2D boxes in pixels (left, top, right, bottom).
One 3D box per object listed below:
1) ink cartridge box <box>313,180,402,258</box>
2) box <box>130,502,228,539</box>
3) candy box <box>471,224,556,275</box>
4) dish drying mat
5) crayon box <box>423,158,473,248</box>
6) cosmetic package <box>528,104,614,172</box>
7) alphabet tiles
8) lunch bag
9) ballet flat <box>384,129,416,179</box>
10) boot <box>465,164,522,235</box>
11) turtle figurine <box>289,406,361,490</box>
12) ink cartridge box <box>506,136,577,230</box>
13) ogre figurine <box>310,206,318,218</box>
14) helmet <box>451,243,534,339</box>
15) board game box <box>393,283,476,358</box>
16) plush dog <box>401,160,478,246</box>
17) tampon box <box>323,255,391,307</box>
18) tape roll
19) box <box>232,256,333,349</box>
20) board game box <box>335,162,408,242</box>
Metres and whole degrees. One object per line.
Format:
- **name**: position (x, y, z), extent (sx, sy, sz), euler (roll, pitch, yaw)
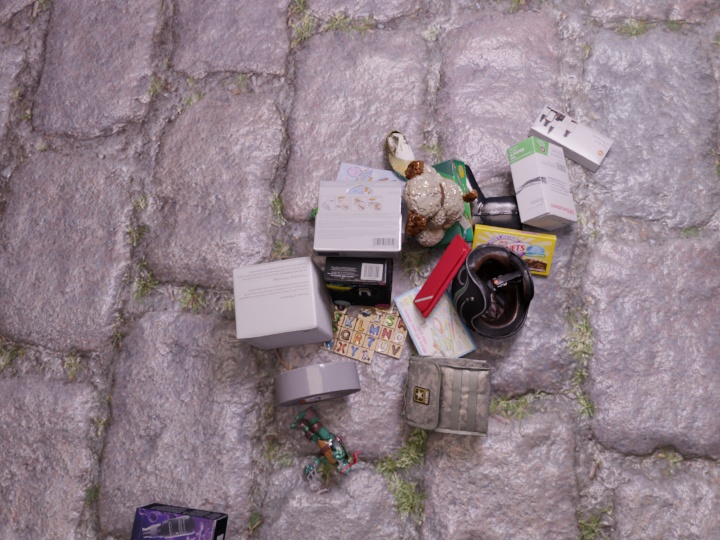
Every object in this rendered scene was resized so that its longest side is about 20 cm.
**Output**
- **ink cartridge box**: position (-0.003, -0.118, 1.476), extent (0.198, 0.044, 0.175), euler (1, 69, 6)
- **box**: position (-0.424, 0.633, 1.497), extent (0.198, 0.104, 0.149), euler (5, 77, 6)
- **candy box**: position (0.376, -0.051, 1.604), extent (0.198, 0.026, 0.103), euler (8, 114, 8)
- **dish drying mat**: position (0.191, 0.013, 1.531), extent (0.018, 0.077, 0.201), euler (20, 113, -27)
- **crayon box**: position (0.209, -0.164, 1.615), extent (0.118, 0.058, 0.202), euler (-11, 83, 44)
- **cosmetic package**: position (0.545, -0.344, 1.677), extent (0.199, 0.051, 0.083), euler (32, 82, 13)
- **alphabet tiles**: position (0.019, 0.145, 1.627), extent (0.198, 0.008, 0.169), euler (16, 78, 10)
- **lunch bag**: position (0.198, 0.286, 1.501), extent (0.198, 0.118, 0.166), euler (4, 93, 6)
- **ballet flat**: position (0.104, -0.304, 1.651), extent (0.070, 0.071, 0.201), euler (-18, 37, 1)
- **boot**: position (0.329, -0.180, 1.641), extent (0.166, 0.076, 0.202), euler (-3, 82, 9)
- **turtle figurine**: position (-0.083, 0.425, 1.523), extent (0.200, 0.100, 0.150), euler (51, 126, 16)
- **ink cartridge box**: position (0.450, -0.211, 1.597), extent (0.084, 0.145, 0.202), euler (-21, 69, 43)
- **ogre figurine**: position (-0.019, -0.165, 1.669), extent (0.199, 0.099, 0.120), euler (-21, 56, -17)
- **helmet**: position (0.308, 0.056, 1.528), extent (0.198, 0.192, 0.201), euler (1, 49, -1)
- **board game box**: position (0.182, 0.133, 1.595), extent (0.134, 0.034, 0.201), euler (-24, 76, -3)
- **plush dog**: position (0.164, -0.164, 1.496), extent (0.160, 0.171, 0.202), euler (-7, 85, 42)
- **tampon box**: position (0.000, 0.000, 1.562), extent (0.148, 0.200, 0.127), euler (3, 70, 7)
- **tape roll**: position (-0.101, 0.266, 1.508), extent (0.198, 0.200, 0.067), euler (-12, 74, 2)
- **box**: position (-0.183, 0.085, 1.562), extent (0.198, 0.199, 0.173), euler (-9, 75, 6)
- **board game box**: position (0.027, -0.170, 1.585), extent (0.198, 0.041, 0.201), euler (12, 52, 5)
